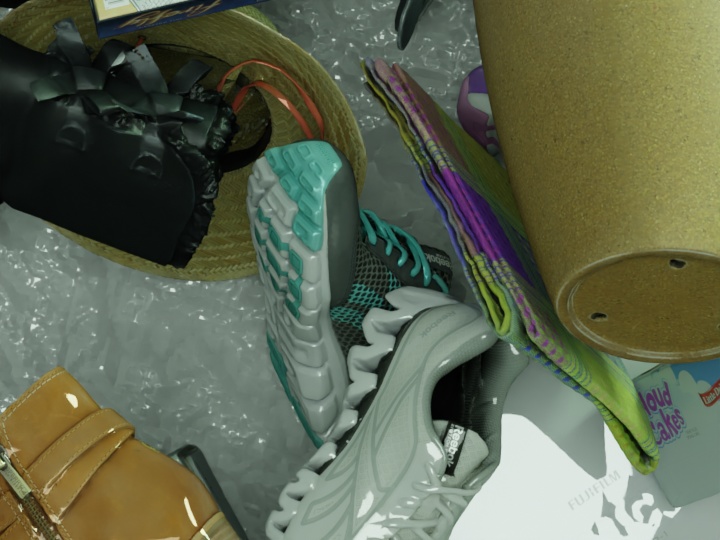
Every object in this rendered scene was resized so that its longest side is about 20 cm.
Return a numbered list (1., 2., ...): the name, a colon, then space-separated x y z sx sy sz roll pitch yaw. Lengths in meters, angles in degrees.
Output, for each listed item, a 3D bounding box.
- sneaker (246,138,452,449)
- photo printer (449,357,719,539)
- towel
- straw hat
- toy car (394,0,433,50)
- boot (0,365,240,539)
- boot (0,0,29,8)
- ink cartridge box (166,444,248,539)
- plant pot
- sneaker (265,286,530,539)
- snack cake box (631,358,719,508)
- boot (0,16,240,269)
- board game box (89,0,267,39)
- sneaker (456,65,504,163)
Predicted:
1. sneaker: 0.000 0.000 1.255 0.091 0.200 0.078 -22 56 -12
2. photo printer: 0.115 0.115 1.288 0.166 0.069 0.200 -33 89 -7
3. towel: 0.069 -0.005 1.213 0.023 0.144 0.200 -36 48 11
4. straw hat: -0.082 -0.090 1.288 0.201 0.201 0.085 19 48 1
5. toy car: 0.036 -0.209 1.265 0.157 0.164 0.201 13 102 1
6. boot: -0.148 0.155 1.156 0.200 0.074 0.155 -43 84 -5
7. boot: -0.134 -0.223 1.312 0.199 0.069 0.175 -1 83 -2
8. ink cartridge box: -0.133 0.192 1.256 0.200 0.145 0.146 -28 89 0
9. plant pot: 0.132 -0.070 1.133 0.186 0.187 0.200 6 58 1
10. sneaker: 0.015 0.102 1.182 0.075 0.081 0.200 29 76 -36
11. snack cake box: 0.232 0.032 1.236 0.200 0.115 0.067 -27 89 -25
12. boot: -0.152 -0.040 1.256 0.162 0.198 0.073 18 49 -6
13. board game box: -0.077 -0.217 1.186 0.135 0.035 0.201 -13 83 -6
14. sneaker: 0.149 -0.081 1.297 0.199 0.080 0.089 11 79 1
